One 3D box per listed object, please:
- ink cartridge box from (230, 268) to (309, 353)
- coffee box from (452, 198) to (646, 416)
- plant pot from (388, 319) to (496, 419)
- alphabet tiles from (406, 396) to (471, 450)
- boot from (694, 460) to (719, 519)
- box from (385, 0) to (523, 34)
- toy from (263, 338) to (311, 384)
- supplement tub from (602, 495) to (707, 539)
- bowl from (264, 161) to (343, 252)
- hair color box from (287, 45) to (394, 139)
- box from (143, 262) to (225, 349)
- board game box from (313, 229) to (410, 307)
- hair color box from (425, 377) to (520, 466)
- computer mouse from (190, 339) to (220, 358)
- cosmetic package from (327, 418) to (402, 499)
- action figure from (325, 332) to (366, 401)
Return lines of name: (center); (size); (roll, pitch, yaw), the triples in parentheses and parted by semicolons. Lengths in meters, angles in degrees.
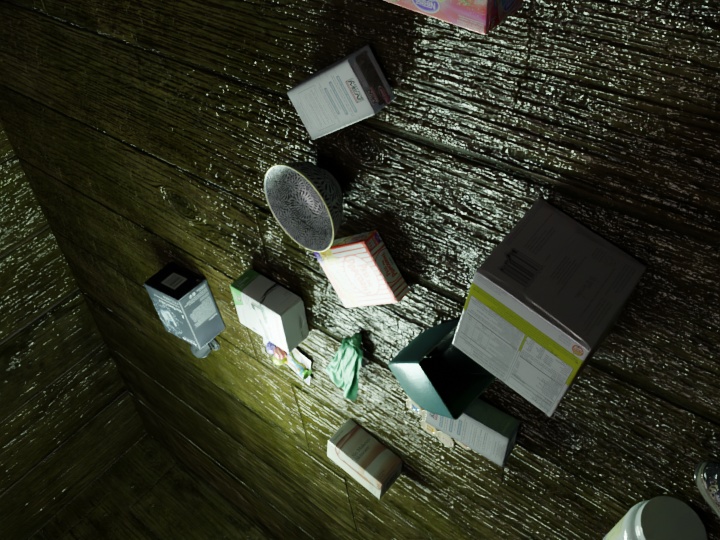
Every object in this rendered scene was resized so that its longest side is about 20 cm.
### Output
ink cartridge box: (-0.240, 0.107, 2.001); (0.198, 0.084, 0.148); (27, 142, 33)
coffee box: (0.290, 0.058, 1.181); (0.198, 0.199, 0.200); (35, 146, 20)
plant pot: (0.152, 0.202, 1.565); (0.143, 0.141, 0.199); (56, 155, -11)
alphabet tiles: (0.187, 0.334, 1.767); (0.194, 0.015, 0.203); (31, 143, 29)
boot: (0.643, 0.383, 1.185); (0.205, 0.073, 0.154); (52, 153, 3)
box: (0.116, -0.407, 1.014); (0.198, 0.102, 0.096); (29, 143, 29)
toy: (-0.224, 0.244, 2.155); (0.198, 0.047, 0.117); (35, 144, 22)
supplement tub: (0.538, 0.518, 1.394); (0.144, 0.145, 0.202); (36, 146, 20)
bowl: (-0.099, -0.150, 1.552); (0.199, 0.094, 0.203); (32, 144, 26)
hair color box: (-0.038, -0.310, 1.330); (0.198, 0.060, 0.100); (-7, 118, 54)
box: (-0.551, 0.111, 2.364); (0.194, 0.117, 0.203); (20, 138, 39)
board game box: (0.000, 0.000, 1.627); (0.198, 0.046, 0.153); (-10, 115, 54)
hair color box: (0.240, 0.327, 1.631); (0.197, 0.061, 0.101); (26, 137, 25)
computer mouse: (-0.562, 0.237, 2.571); (0.141, 0.046, 0.199); (53, 148, -6)
cosmetic package: (0.011, 0.522, 2.098); (0.198, 0.103, 0.088); (32, 143, 24)
action figure: (-0.026, 0.225, 1.885); (0.117, 0.054, 0.202); (38, 139, 20)
